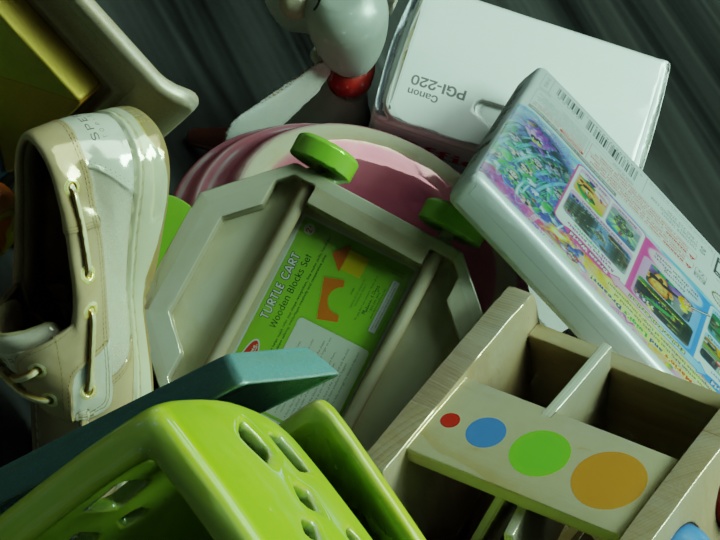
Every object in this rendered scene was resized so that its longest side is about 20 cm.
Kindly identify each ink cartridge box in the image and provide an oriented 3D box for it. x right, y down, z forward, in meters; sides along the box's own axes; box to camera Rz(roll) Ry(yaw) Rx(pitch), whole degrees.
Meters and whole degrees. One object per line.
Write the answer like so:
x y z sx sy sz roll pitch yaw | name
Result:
0.078 -0.068 1.584 0.145 0.200 0.085 18 75 1 | ink cartridge box

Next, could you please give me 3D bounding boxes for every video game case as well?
0.133 0.003 1.394 0.200 0.024 0.182 47 24 -6 | video game case

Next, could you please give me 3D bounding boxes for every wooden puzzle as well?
-0.189 -0.107 1.335 0.200 0.185 0.037 44 54 -8 | wooden puzzle

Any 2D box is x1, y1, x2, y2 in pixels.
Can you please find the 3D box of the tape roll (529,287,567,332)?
0.088 0.080 1.555 0.203 0.037 0.203 -13 90 -70 | tape roll

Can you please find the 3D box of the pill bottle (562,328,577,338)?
0.160 0.089 1.525 0.113 0.113 0.200 60 13 17 | pill bottle

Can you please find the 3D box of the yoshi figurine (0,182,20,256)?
-0.243 -0.080 1.297 0.200 0.112 0.112 54 36 12 | yoshi figurine

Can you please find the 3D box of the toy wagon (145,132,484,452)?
-0.040 0.015 1.337 0.200 0.155 0.040 28 -8 7 | toy wagon

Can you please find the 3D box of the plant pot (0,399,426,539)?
-0.056 0.174 1.179 0.199 0.200 0.181 56 24 10 | plant pot

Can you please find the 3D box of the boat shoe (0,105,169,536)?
-0.135 0.025 1.283 0.069 0.200 0.074 -4 16 -36 | boat shoe

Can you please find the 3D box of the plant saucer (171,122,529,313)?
0.000 0.000 1.423 0.200 0.051 0.201 14 47 -16 | plant saucer

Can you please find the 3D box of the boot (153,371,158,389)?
-0.027 0.101 1.423 0.200 0.073 0.151 9 49 -40 | boot

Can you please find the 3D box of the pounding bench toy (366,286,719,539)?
0.111 0.138 1.308 0.156 0.200 0.124 21 52 30 | pounding bench toy

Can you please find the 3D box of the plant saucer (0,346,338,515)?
-0.105 0.075 1.211 0.070 0.200 0.019 -4 72 -56 | plant saucer

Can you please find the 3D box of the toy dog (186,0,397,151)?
-0.041 -0.097 1.541 0.096 0.200 0.132 14 38 0 | toy dog
